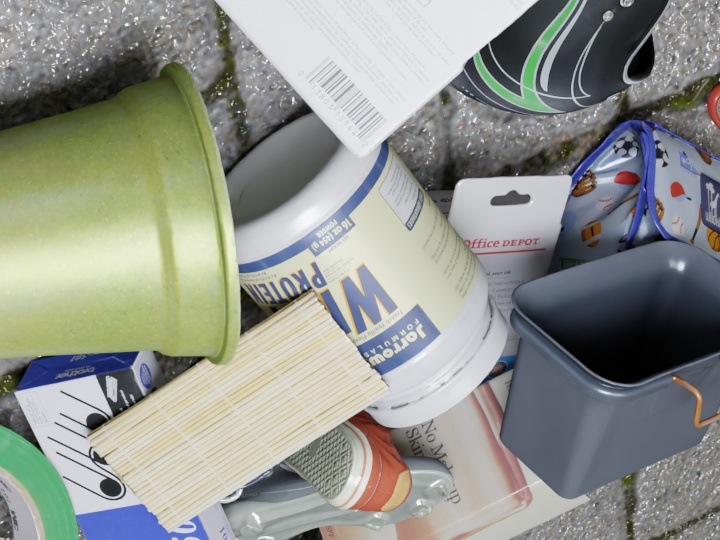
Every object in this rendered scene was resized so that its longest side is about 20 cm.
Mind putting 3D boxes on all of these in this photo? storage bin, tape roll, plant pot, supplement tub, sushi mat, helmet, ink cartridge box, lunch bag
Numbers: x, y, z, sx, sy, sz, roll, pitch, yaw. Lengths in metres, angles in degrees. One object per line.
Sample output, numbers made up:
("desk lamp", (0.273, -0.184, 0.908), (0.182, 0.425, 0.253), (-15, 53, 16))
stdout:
("storage bin", (0.204, 0.084, 1.350), (0.200, 0.146, 0.134), (-17, 135, -36))
("tape roll", (-0.296, 0.197, 1.253), (0.200, 0.048, 0.201), (-3, 95, -34))
("plant pot", (-0.190, -0.021, 1.158), (0.184, 0.200, 0.200), (-11, 124, -16))
("supplement tub", (0.000, 0.000, 1.283), (0.145, 0.145, 0.200), (-41, 115, -5))
("sushi mat", (-0.085, 0.099, 1.244), (0.200, 0.012, 0.096), (-33, 113, 15))
("helmet", (0.119, -0.200, 1.238), (0.200, 0.200, 0.191), (-15, 147, -26))
("ink cartridge box", (-0.001, -0.202, 1.150), (0.176, 0.045, 0.200), (-40, 97, 16))
("ink cartridge box", (0.082, 0.002, 1.425), (0.116, 0.067, 0.200), (-3, 121, -32))
("ink cartridge box", (-0.164, 0.149, 1.307), (0.094, 0.044, 0.200), (-13, 117, 17))
("lunch bag", (0.239, -0.010, 1.492), (0.170, 0.124, 0.200), (22, 93, -41))

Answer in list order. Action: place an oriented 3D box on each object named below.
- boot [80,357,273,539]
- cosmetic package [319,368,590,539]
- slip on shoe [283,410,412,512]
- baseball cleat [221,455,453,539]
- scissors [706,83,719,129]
("boot", (-0.128, 0.150, 1.361), (0.073, 0.090, 0.200), (33, 97, -43))
("cosmetic package", (0.068, 0.173, 1.452), (0.200, 0.103, 0.087), (-28, 150, 9))
("slip on shoe", (-0.015, 0.127, 1.351), (0.061, 0.200, 0.074), (21, 99, -24))
("baseball cleat", (-0.030, 0.159, 1.409), (0.200, 0.106, 0.070), (-13, 135, 4))
("scissors", (0.364, -0.119, 1.579), (0.073, 0.014, 0.200), (-51, 134, 1))
